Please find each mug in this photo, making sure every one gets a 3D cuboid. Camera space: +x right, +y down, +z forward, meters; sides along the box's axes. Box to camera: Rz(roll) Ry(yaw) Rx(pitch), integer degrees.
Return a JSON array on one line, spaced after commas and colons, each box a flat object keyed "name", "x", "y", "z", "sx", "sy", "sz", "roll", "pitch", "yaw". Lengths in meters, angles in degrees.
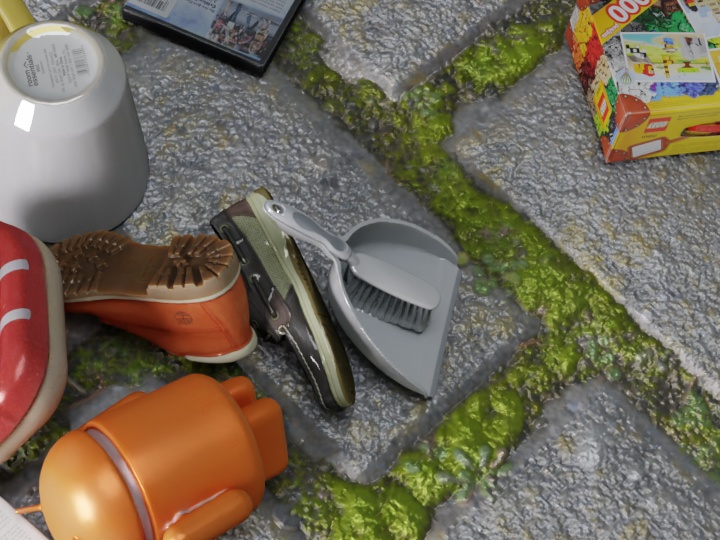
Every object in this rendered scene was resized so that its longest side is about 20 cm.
[{"name": "mug", "x": -0.263, "y": -0.133, "z": 1.337, "sx": 0.186, "sy": 0.153, "sz": 0.150, "roll": 29, "pitch": 61, "yaw": 9}]

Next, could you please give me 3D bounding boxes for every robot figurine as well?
[{"name": "robot figurine", "x": -0.151, "y": 0.150, "z": 1.208, "sx": 0.199, "sy": 0.117, "sz": 0.144, "roll": -25, "pitch": 74, "yaw": -28}]

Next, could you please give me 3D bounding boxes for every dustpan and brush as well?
[{"name": "dustpan and brush", "x": 0.000, "y": 0.000, "z": 1.313, "sx": 0.199, "sy": 0.057, "sz": 0.140, "roll": 26, "pitch": 56, "yaw": -17}]

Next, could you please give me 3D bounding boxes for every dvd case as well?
[{"name": "dvd case", "x": -0.114, "y": -0.281, "z": 1.520, "sx": 0.142, "sy": 0.018, "sz": 0.200, "roll": 23, "pitch": 59, "yaw": 5}]

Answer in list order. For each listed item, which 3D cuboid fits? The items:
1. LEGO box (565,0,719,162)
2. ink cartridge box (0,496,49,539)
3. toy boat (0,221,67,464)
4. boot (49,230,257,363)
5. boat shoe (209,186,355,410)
[{"name": "LEGO box", "x": 0.305, "y": -0.189, "z": 1.492, "sx": 0.199, "sy": 0.077, "sz": 0.149, "roll": -7, "pitch": 61, "yaw": -12}, {"name": "ink cartridge box", "x": -0.269, "y": 0.266, "z": 1.172, "sx": 0.200, "sy": 0.050, "sz": 0.161, "roll": 40, "pitch": 62, "yaw": 10}, {"name": "toy boat", "x": -0.301, "y": 0.043, "z": 1.217, "sx": 0.130, "sy": 0.130, "sz": 0.200, "roll": 28, "pitch": 31, "yaw": -35}, {"name": "boot", "x": -0.176, "y": 0.029, "z": 1.303, "sx": 0.199, "sy": 0.107, "sz": 0.075, "roll": 5, "pitch": 47, "yaw": 27}, {"name": "boat shoe", "x": -0.065, "y": 0.030, "z": 1.325, "sx": 0.066, "sy": 0.072, "sz": 0.201, "roll": -25, "pitch": 69, "yaw": 3}]
